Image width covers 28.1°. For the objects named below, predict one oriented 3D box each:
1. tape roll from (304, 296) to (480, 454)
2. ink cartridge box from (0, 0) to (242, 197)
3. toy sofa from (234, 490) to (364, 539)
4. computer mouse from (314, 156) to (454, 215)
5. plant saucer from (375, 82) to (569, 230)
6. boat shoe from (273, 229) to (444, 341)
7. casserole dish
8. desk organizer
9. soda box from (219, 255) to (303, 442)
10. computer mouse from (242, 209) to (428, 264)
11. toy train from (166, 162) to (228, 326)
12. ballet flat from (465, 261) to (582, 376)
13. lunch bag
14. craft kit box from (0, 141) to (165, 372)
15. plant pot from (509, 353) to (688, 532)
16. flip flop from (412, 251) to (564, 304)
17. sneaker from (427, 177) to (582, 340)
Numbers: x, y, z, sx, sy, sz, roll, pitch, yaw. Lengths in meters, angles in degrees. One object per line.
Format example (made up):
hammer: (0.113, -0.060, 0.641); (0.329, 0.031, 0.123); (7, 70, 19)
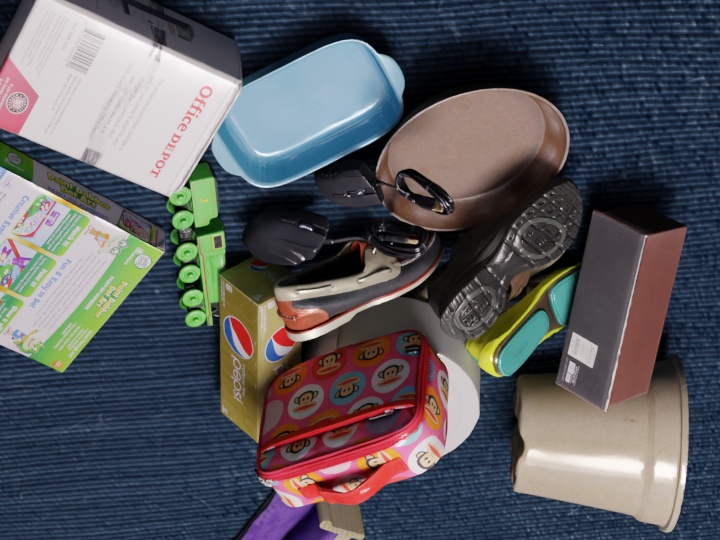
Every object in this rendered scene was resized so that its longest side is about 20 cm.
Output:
tape roll: (0.033, 0.124, 1.584); (0.200, 0.071, 0.204); (3, 133, 4)
ink cartridge box: (-0.226, -0.175, 1.310); (0.198, 0.085, 0.146); (23, 122, -24)
toy sofa: (-0.089, 0.340, 1.758); (0.097, 0.083, 0.200); (22, 122, -27)
computer mouse: (0.016, -0.074, 1.380); (0.034, 0.199, 0.059); (-43, 120, -22)
plant saucer: (0.108, -0.117, 1.428); (0.198, 0.035, 0.201); (-10, 142, -8)
boat shoe: (0.000, 0.000, 1.475); (0.199, 0.071, 0.063); (-28, 118, -20)
casserole dish: (-0.053, -0.158, 1.384); (0.198, 0.039, 0.122); (-26, 128, 10)
desk organizer: (0.277, 0.038, 1.525); (0.076, 0.071, 0.202); (-12, 120, -41)
soda box: (-0.107, 0.084, 1.541); (0.064, 0.068, 0.202); (-29, 139, -33)
computer mouse: (-0.028, -0.037, 1.432); (0.198, 0.059, 0.034); (1, 136, 19)
toy train: (-0.165, -0.024, 1.476); (0.056, 0.042, 0.202); (-13, 131, -13)
ballet flat: (0.191, 0.041, 1.561); (0.199, 0.067, 0.067); (-36, 125, -26)
lunch bag: (-0.009, 0.161, 1.454); (0.198, 0.177, 0.082); (-20, 128, 22)
craft kit box: (-0.333, -0.008, 1.456); (0.197, 0.049, 0.200); (31, 118, -27)
plant pot: (0.266, 0.190, 1.644); (0.181, 0.202, 0.202); (4, 130, 2)
flip flop: (0.142, 0.008, 1.541); (0.199, 0.058, 0.081); (-33, 127, 17)
sneaker: (0.141, -0.025, 1.472); (0.200, 0.091, 0.076); (-43, 124, 1)
